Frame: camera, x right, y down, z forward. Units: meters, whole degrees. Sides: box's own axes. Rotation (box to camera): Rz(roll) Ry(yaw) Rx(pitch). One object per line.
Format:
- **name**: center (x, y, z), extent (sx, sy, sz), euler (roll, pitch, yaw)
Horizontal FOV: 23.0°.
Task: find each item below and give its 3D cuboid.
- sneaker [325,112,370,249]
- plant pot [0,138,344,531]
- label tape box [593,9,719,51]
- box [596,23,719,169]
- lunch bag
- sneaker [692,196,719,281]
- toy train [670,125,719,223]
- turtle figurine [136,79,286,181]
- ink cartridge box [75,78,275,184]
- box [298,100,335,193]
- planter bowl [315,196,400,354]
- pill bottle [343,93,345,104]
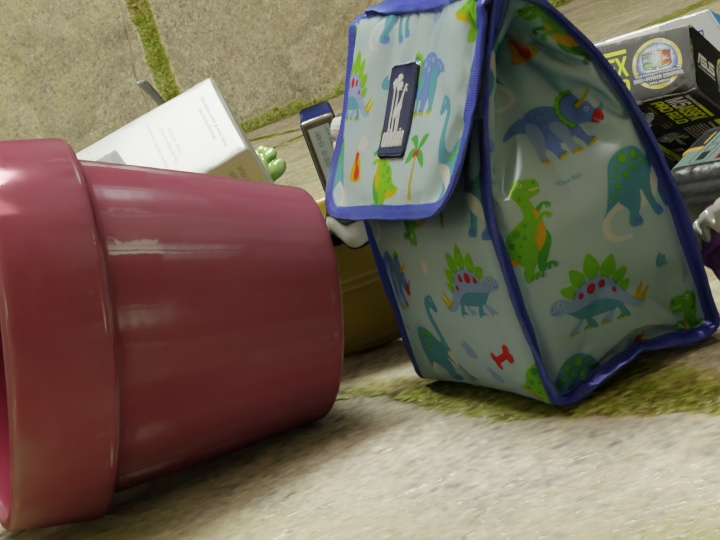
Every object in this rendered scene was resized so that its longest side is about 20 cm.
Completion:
- **sneaker**: center (0.066, -0.028, 1.011), extent (0.199, 0.080, 0.074), euler (15, -4, -19)
- **plant pot**: center (-0.112, 0.026, 0.938), extent (0.178, 0.201, 0.200), euler (-6, 5, -19)
- **label tape box**: center (0.255, -0.136, 1.275), extent (0.199, 0.066, 0.143), euler (-16, -16, 35)
- **box**: center (0.174, -0.098, 1.169), extent (0.160, 0.044, 0.200), euler (-12, -14, 27)
- **lunch bag**: center (0.066, -0.044, 0.882), extent (0.127, 0.201, 0.170), euler (-23, 11, -20)
- **sneaker**: center (0.222, -0.019, 0.813), extent (0.080, 0.089, 0.200), euler (-25, -12, -20)
- **toy train**: center (0.265, -0.062, 0.965), extent (0.200, 0.085, 0.114), euler (-7, 28, 47)
- **turtle figurine**: center (-0.102, -0.061, 1.521), extent (0.144, 0.201, 0.194), euler (23, 24, 22)
- **ink cartridge box**: center (-0.151, -0.019, 1.234), extent (0.200, 0.147, 0.083), euler (-30, 51, 1)
- **box**: center (-0.019, -0.079, 1.497), extent (0.032, 0.122, 0.200), euler (-20, 9, 0)
- **planter bowl**: center (0.000, 0.000, 1.122), extent (0.200, 0.084, 0.200), euler (-19, 10, 4)
- **pill bottle**: center (0.092, -0.134, 1.471), extent (0.199, 0.113, 0.112), euler (-6, 3, -23)
